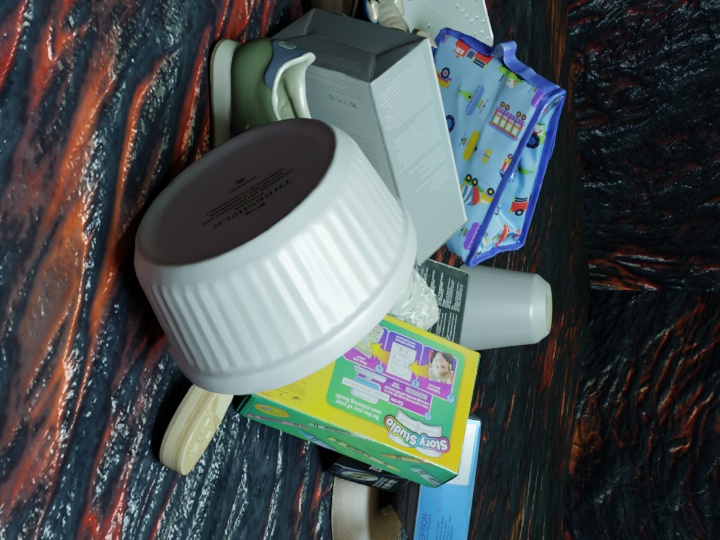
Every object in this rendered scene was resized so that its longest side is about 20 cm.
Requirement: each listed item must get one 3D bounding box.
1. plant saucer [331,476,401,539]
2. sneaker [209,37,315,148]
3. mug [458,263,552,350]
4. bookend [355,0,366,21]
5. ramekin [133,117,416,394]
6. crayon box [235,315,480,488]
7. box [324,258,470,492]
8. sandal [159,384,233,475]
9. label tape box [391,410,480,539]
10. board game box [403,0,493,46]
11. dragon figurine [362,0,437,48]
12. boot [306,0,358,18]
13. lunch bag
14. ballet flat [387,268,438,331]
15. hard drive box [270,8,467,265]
[{"bbox_3d":[0.018,0.269,1.039,0.200,0.036,0.205,0,90,-70],"label":"plant saucer"},{"bbox_3d":[-0.070,-0.090,0.717,0.067,0.088,0.205,-28,117,-67],"label":"sneaker"},{"bbox_3d":[0.252,0.058,1.489,0.187,0.150,0.152,-43,130,-62],"label":"mug"},{"bbox_3d":[0.036,-0.300,0.990,0.200,0.090,0.202,-66,148,-46],"label":"bookend"},{"bbox_3d":[-0.066,-0.022,0.603,0.095,0.199,0.204,61,34,-33],"label":"ramekin"},{"bbox_3d":[0.002,0.100,0.773,0.058,0.197,0.120,129,-19,-57],"label":"crayon box"},{"bbox_3d":[0.037,0.110,0.914,0.164,0.085,0.203,123,-18,-61],"label":"box"},{"bbox_3d":[-0.074,0.071,0.680,0.078,0.069,0.214,96,19,-59],"label":"sandal"},{"bbox_3d":[0.079,0.219,1.007,0.200,0.062,0.147,-155,-108,-82],"label":"label tape box"},{"bbox_3d":[0.071,-0.311,0.943,0.200,0.026,0.203,-45,123,-44],"label":"board game box"},{"bbox_3d":[0.022,-0.230,0.834,0.203,0.058,0.099,67,-19,3],"label":"dragon figurine"},{"bbox_3d":[-0.069,-0.293,0.767,0.200,0.063,0.190,-41,131,-58],"label":"boot"},{"bbox_3d":[0.113,-0.135,0.869,0.093,0.150,0.203,-18,136,-38],"label":"lunch bag"},{"bbox_3d":[0.000,0.000,0.801,0.198,0.072,0.073,32,50,-16],"label":"ballet flat"},{"bbox_3d":[0.005,-0.125,0.810,0.077,0.155,0.202,-40,136,-24],"label":"hard drive box"}]
